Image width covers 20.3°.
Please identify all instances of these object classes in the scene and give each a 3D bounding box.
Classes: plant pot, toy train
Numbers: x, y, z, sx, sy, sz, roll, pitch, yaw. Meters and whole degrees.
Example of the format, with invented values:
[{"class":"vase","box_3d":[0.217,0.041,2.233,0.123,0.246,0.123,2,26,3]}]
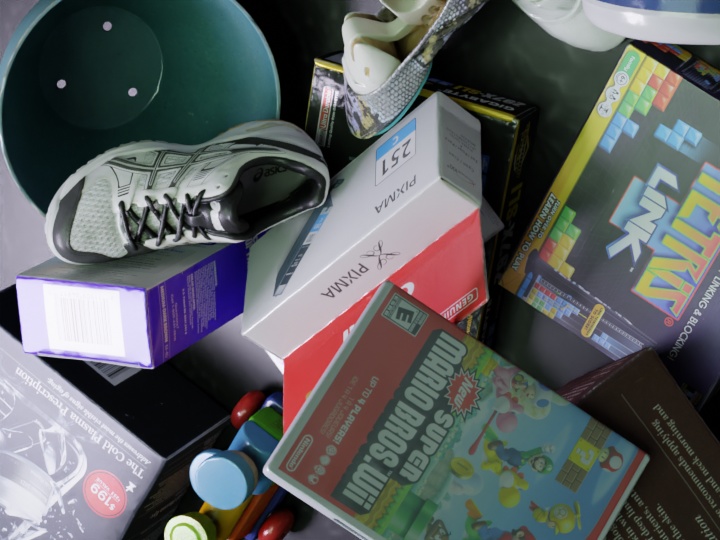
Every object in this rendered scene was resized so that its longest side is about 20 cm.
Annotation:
[{"class":"plant pot","box_3d":[-0.173,-0.131,1.445,0.135,0.200,0.200,-136,46,-62]},{"class":"toy train","box_3d":[-0.111,0.193,1.543,0.085,0.116,0.200,38,119,12]}]

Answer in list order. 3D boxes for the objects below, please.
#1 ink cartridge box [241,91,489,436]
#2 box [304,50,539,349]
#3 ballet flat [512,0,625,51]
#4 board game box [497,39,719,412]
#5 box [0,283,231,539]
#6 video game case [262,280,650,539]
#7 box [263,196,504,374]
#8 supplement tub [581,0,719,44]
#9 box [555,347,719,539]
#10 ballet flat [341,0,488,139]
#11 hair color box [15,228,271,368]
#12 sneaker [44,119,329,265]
[{"class":"ink cartridge box","box_3d":[0.000,0.000,1.343,0.045,0.176,0.200,34,125,-27]},{"class":"box","box_3d":[0.031,-0.041,1.437,0.160,0.049,0.200,18,113,19]},{"class":"ballet flat","box_3d":[0.100,-0.222,1.334,0.069,0.069,0.200,-38,87,31]},{"class":"board game box","box_3d":[0.209,-0.031,1.344,0.165,0.057,0.200,34,118,15]},{"class":"box","box_3d":[-0.237,0.137,1.596,0.200,0.104,0.182,37,120,12]},{"class":"video game case","box_3d":[0.060,0.118,1.232,0.200,0.143,0.017,34,164,-4]},{"class":"box","box_3d":[0.014,0.012,1.411,0.200,0.039,0.041,-37,86,31]},{"class":"supplement tub","box_3d":[0.209,-0.247,1.224,0.145,0.145,0.200,8,109,25]},{"class":"box","box_3d":[0.140,0.180,1.331,0.166,0.200,0.164,55,164,1]},{"class":"ballet flat","box_3d":[0.028,-0.165,1.321,0.072,0.072,0.200,47,127,7]},{"class":"hair color box","box_3d":[-0.147,0.008,1.452,0.109,0.200,0.065,6,110,25]},{"class":"sneaker","box_3d":[-0.116,-0.050,1.372,0.200,0.088,0.076,-20,117,-11]}]
